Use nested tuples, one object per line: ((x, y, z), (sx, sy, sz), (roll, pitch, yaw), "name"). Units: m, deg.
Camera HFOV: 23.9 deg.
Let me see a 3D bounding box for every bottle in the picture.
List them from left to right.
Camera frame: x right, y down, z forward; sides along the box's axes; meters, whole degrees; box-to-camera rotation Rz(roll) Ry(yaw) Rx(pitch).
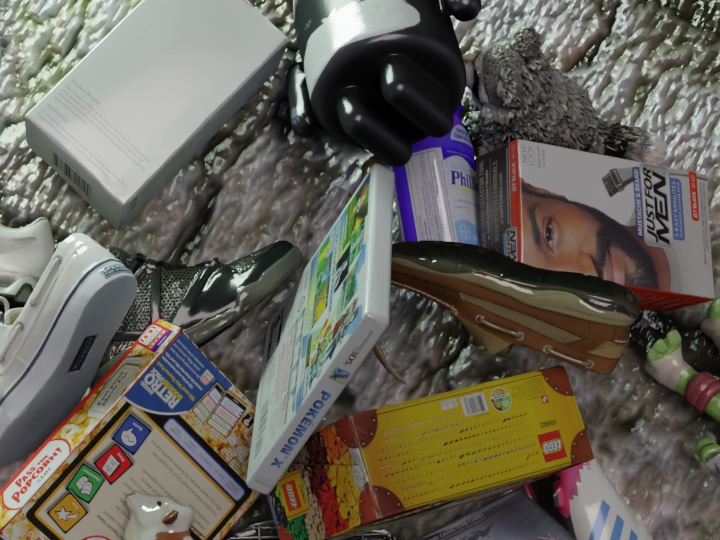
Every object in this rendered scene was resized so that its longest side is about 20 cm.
((0.061, -0.083, 1.404), (0.065, 0.084, 0.200), (-15, 76, 23), "bottle")

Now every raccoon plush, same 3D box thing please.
((0.174, -0.146, 1.410), (0.200, 0.134, 0.097), (0, 75, -10), "raccoon plush")

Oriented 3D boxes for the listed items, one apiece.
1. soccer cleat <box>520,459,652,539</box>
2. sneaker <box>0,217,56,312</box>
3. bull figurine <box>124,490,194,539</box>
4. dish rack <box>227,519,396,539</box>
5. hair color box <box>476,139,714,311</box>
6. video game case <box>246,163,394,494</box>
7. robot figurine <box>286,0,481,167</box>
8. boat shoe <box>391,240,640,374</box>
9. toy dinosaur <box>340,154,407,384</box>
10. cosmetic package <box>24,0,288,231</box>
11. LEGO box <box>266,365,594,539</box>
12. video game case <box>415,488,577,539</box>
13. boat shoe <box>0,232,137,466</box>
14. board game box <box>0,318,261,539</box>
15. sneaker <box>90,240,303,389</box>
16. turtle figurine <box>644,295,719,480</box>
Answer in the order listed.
((0.186, 0.196, 1.371), (0.086, 0.070, 0.200), (-10, 79, -29), "soccer cleat")
((-0.338, -0.020, 1.332), (0.200, 0.074, 0.089), (7, 75, -18), "sneaker")
((-0.151, 0.264, 1.233), (0.121, 0.065, 0.200), (-22, 91, -6), "bull figurine")
((-0.037, 0.292, 1.312), (0.153, 0.055, 0.200), (0, 74, -11), "dish rack")
((0.193, -0.034, 1.389), (0.200, 0.064, 0.111), (7, 75, -29), "hair color box")
((-0.028, 0.040, 1.265), (0.022, 0.182, 0.200), (26, 32, -14), "video game case")
((0.015, -0.174, 1.329), (0.150, 0.125, 0.200), (-8, 48, -5), "robot figurine")
((0.106, 0.030, 1.276), (0.200, 0.076, 0.074), (15, 106, 18), "boat shoe")
((0.000, 0.000, 1.363), (0.058, 0.101, 0.200), (1, 76, -9), "toy dinosaur")
((-0.165, -0.146, 1.384), (0.113, 0.081, 0.200), (43, 73, 3), "cosmetic package")
((0.048, 0.142, 1.281), (0.200, 0.149, 0.077), (-10, 77, -32), "LEGO box")
((0.125, 0.251, 1.266), (0.143, 0.019, 0.200), (-22, 42, -27), "video game case")
((-0.249, 0.054, 1.294), (0.086, 0.202, 0.075), (45, 29, 24), "boat shoe")
((-0.164, 0.161, 1.287), (0.200, 0.046, 0.152), (-48, 119, -15), "board game box")
((-0.147, 0.009, 1.350), (0.199, 0.076, 0.114), (-30, 89, -10), "sneaker")
((0.326, 0.103, 1.356), (0.144, 0.200, 0.194), (-48, 61, 14), "turtle figurine")
